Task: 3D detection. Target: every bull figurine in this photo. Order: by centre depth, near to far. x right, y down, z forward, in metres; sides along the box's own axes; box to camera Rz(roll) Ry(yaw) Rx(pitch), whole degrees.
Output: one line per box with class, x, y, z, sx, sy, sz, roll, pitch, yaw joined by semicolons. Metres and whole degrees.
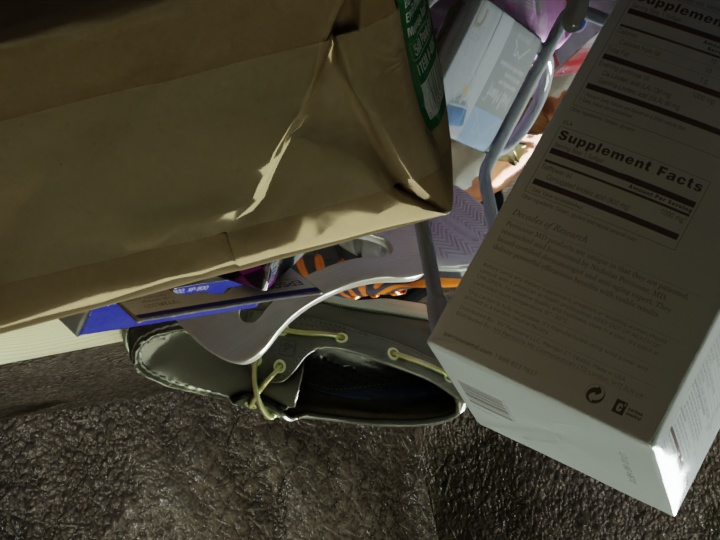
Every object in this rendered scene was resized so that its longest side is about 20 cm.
bull figurine;0.086;-0.096;1.047;0.121;0.065;0.200;-5;146;-46

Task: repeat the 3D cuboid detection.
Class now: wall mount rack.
wall mount rack;0.068;-0.056;0.735;0.074;0.175;0.200;28;-173;23

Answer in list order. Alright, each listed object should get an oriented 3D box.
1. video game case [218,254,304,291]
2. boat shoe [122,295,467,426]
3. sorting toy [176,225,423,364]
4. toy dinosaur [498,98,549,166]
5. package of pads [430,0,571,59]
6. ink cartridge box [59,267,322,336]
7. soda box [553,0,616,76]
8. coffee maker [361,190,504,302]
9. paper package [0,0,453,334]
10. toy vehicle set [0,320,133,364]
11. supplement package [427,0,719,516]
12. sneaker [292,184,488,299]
video game case;-0.099;-0.061;0.727;0.199;0.036;0.181;16;-156;13
boat shoe;-0.035;0.051;0.869;0.200;0.060;0.072;4;128;-9
sorting toy;-0.056;-0.038;0.851;0.199;0.180;0.107;-26;149;-17
toy dinosaur;0.073;-0.115;0.945;0.101;0.200;0.058;22;125;-1
package of pads;0.018;-0.139;0.783;0.120;0.076;0.200;-21;170;27
ink cartridge box;-0.113;-0.014;0.701;0.094;0.037;0.200;-8;-153;-38
soda box;0.159;-0.170;0.847;0.070;0.064;0.200;-11;173;-14
coffee maker;0.013;-0.005;1.325;0.134;0.193;0.200;30;143;-16
paper package;-0.069;-0.088;0.567;0.189;0.104;0.200;-15;-150;7
toy vehicle set;-0.197;-0.021;0.933;0.123;0.200;0.027;-11;129;-23
supplement package;0.134;-0.012;0.694;0.109;0.201;0.114;24;165;25
sneaker;0.000;0.000;0.937;0.199;0.113;0.078;11;-136;28
